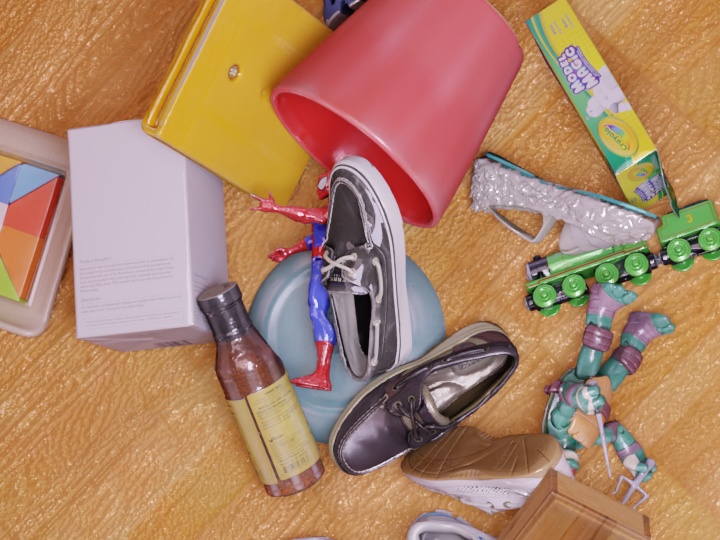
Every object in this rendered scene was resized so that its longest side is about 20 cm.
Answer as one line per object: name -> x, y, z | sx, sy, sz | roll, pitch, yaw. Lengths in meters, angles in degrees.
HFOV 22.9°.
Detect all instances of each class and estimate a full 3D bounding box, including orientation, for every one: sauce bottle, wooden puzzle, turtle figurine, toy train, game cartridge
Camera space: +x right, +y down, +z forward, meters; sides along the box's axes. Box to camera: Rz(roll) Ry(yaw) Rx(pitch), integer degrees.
sauce bottle -> -0.094, 0.108, 1.635 | 0.065, 0.066, 0.202 | -17, 104, 9
wooden puzzle -> -0.372, -0.053, 1.775 | 0.183, 0.037, 0.202 | 17, 85, 15
turtle figurine -> 0.210, 0.121, 1.577 | 0.100, 0.150, 0.202 | 13, 75, 32
toy train -> 0.241, -0.013, 1.633 | 0.198, 0.042, 0.057 | -19, 68, 9
game cartridge -> -0.098, -0.169, 1.654 | 0.032, 0.200, 0.178 | 24, 85, 37

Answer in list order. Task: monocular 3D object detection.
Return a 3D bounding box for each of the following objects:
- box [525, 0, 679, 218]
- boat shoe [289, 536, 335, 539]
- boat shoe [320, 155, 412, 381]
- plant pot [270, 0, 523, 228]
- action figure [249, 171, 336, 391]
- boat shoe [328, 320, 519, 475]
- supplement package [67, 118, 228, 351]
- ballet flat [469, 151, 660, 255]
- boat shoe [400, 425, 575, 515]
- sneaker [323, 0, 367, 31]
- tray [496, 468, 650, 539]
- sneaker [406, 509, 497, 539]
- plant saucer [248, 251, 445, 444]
box -> 0.223, -0.137, 1.603 | 0.048, 0.117, 0.201 | -32, 67, 7
boat shoe -> -0.023, 0.283, 1.606 | 0.198, 0.071, 0.073 | -1, 92, 30
boat shoe -> 0.000, 0.000, 1.590 | 0.070, 0.063, 0.202 | 1, 109, 42
plant pot -> 0.045, -0.168, 1.630 | 0.200, 0.201, 0.178 | 35, 78, 15
action figure -> -0.061, 0.004, 1.644 | 0.098, 0.065, 0.202 | 8, 83, 4
boat shoe -> 0.058, 0.119, 1.619 | 0.199, 0.065, 0.073 | -39, 107, -3
supplement package -> -0.199, -0.033, 1.690 | 0.120, 0.120, 0.202 | -6, 80, 14
ballet flat -> 0.183, -0.050, 1.626 | 0.199, 0.072, 0.072 | 24, 86, 35
boat shoe -> 0.114, 0.187, 1.582 | 0.071, 0.199, 0.070 | -47, 115, -27
sneaker -> 0.026, -0.328, 1.708 | 0.198, 0.081, 0.116 | -31, 78, 8
tray -> 0.154, 0.270, 1.529 | 0.098, 0.037, 0.201 | 26, 119, -11
sneaker -> 0.126, 0.275, 1.588 | 0.198, 0.087, 0.076 | 20, 84, 13
plant saucer -> -0.019, 0.063, 1.679 | 0.198, 0.036, 0.202 | -2, 81, 12
